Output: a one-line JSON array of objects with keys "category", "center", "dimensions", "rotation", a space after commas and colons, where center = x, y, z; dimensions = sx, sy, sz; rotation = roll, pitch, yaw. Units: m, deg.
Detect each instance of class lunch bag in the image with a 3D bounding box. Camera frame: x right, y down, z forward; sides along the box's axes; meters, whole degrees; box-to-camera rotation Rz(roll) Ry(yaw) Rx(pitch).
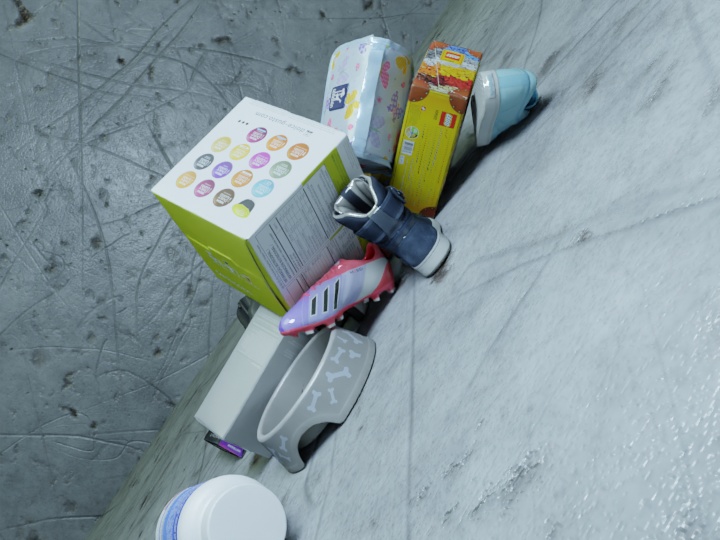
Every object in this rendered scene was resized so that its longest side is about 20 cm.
[{"category": "lunch bag", "center": [0.009, -0.233, 1.027], "dimensions": [0.200, 0.127, 0.170], "rotation": [-43, -37, -86]}]

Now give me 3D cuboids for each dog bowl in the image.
[{"category": "dog bowl", "center": [-0.062, 0.157, 0.915], "dimensions": [0.200, 0.059, 0.200], "rotation": [-52, 12, 16]}]

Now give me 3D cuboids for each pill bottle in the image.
[{"category": "pill bottle", "center": [-0.153, 0.286, 0.778], "dimensions": [0.200, 0.112, 0.112], "rotation": [-38, 20, 58]}]

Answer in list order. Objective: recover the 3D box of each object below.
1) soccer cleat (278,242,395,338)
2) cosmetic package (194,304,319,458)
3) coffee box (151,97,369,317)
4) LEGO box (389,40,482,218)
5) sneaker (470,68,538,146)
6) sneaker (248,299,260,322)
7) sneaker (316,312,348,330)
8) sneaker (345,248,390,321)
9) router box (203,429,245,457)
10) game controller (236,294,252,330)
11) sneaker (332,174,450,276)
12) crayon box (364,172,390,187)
[{"category": "soccer cleat", "center": [-0.035, 0.026, 0.934], "dimensions": [0.200, 0.077, 0.067], "rotation": [-25, 5, -38]}, {"category": "cosmetic package", "center": [-0.136, 0.158, 1.029], "dimensions": [0.090, 0.107, 0.200], "rotation": [25, 78, 44]}, {"category": "coffee box", "center": [-0.119, -0.080, 0.977], "dimensions": [0.198, 0.200, 0.200], "rotation": [-50, -37, -20]}, {"category": "LEGO box", "center": [0.105, -0.203, 1.024], "dimensions": [0.149, 0.077, 0.200], "rotation": [-67, -8, -47]}, {"category": "sneaker", "center": [0.193, -0.213, 0.942], "dimensions": [0.200, 0.082, 0.074], "rotation": [12, -107, -86]}, {"category": "sneaker", "center": [-0.143, 0.123, 1.177], "dimensions": [0.079, 0.075, 0.200], "rotation": [-17, 61, 22]}, {"category": "sneaker", "center": [-0.099, 0.111, 1.139], "dimensions": [0.200, 0.086, 0.078], "rotation": [-59, 10, -19]}, {"category": "sneaker", "center": [-0.001, -0.001, 1.097], "dimensions": [0.108, 0.067, 0.201], "rotation": [-45, 18, 6]}, {"category": "router box", "center": [-0.219, 0.261, 1.305], "dimensions": [0.149, 0.051, 0.200], "rotation": [-61, 12, -18]}, {"category": "game controller", "center": [-0.151, 0.095, 1.266], "dimensions": [0.104, 0.042, 0.200], "rotation": [-48, 53, 4]}, {"category": "sneaker", "center": [0.034, -0.068, 0.944], "dimensions": [0.077, 0.146, 0.202], "rotation": [-56, 9, 3]}, {"category": "crayon box", "center": [0.030, -0.137, 1.242], "dimensions": [0.127, 0.051, 0.200], "rotation": [-7, -24, -38]}]
